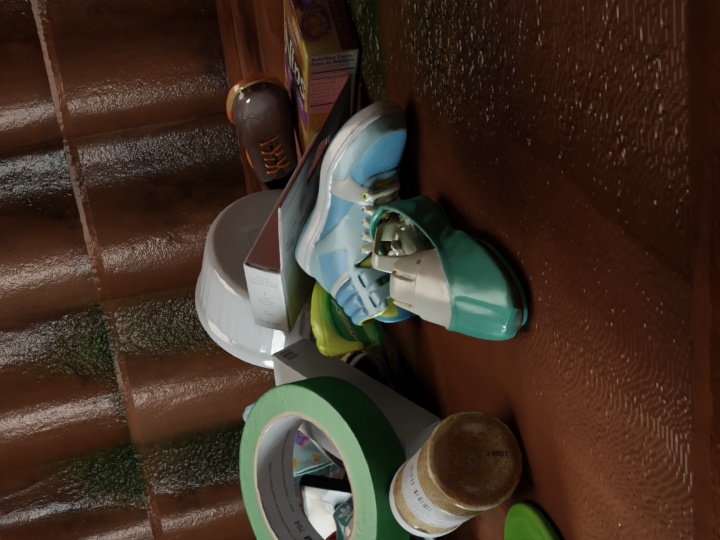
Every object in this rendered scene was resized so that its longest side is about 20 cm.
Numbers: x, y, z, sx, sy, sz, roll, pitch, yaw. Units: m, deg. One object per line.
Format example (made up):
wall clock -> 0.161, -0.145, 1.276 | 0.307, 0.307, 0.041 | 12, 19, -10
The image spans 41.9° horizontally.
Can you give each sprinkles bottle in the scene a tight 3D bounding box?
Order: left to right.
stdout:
sprinkles bottle -> 0.067, 0.161, 0.717 | 0.200, 0.068, 0.068 | 106, 152, -69

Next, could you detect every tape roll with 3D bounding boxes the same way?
tape roll -> -0.038, 0.202, 0.886 | 0.200, 0.048, 0.201 | 7, 100, 45

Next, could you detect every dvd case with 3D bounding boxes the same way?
dvd case -> 0.012, 0.301, 1.002 | 0.018, 0.143, 0.200 | -66, -23, -52

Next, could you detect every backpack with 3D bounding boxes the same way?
backpack -> -0.087, 0.248, 1.396 | 0.200, 0.176, 0.153 | 151, 104, -76

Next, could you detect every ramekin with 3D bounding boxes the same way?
ramekin -> -0.083, 0.002, 1.050 | 0.098, 0.200, 0.201 | 102, 157, -49

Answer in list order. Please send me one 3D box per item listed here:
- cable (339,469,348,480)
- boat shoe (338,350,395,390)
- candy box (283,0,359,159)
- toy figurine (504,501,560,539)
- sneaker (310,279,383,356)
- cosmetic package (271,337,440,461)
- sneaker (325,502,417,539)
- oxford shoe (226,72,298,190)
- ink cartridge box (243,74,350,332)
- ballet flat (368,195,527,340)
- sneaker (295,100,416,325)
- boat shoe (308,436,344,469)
cable -> 0.016, 0.247, 1.090 | 0.050, 0.097, 0.200 | 30, 156, 18
boat shoe -> 0.005, 0.126, 1.073 | 0.200, 0.074, 0.066 | -132, 56, -71
candy box -> -0.045, -0.209, 1.001 | 0.200, 0.056, 0.117 | 99, 158, -61
toy figurine -> 0.041, 0.259, 0.636 | 0.200, 0.184, 0.150 | 94, 162, -58
sneaker -> 0.000, 0.000, 0.925 | 0.074, 0.083, 0.200 | 84, -171, -52
cosmetic package -> -0.006, 0.145, 0.931 | 0.200, 0.051, 0.083 | 27, 130, 42
sneaker -> 0.007, 0.310, 0.968 | 0.093, 0.070, 0.200 | 33, 143, 29
oxford shoe -> -0.097, -0.145, 1.044 | 0.200, 0.071, 0.073 | 75, 171, -68
ink cartridge box -> -0.057, -0.069, 0.929 | 0.176, 0.045, 0.200 | 89, -161, -48
ballet flat -> 0.047, 0.000, 0.649 | 0.200, 0.070, 0.067 | -123, 25, -65
sneaker -> 0.021, -0.035, 0.792 | 0.131, 0.079, 0.200 | 51, 143, 26
boat shoe -> -0.017, 0.185, 1.103 | 0.071, 0.064, 0.200 | 45, 180, 13
